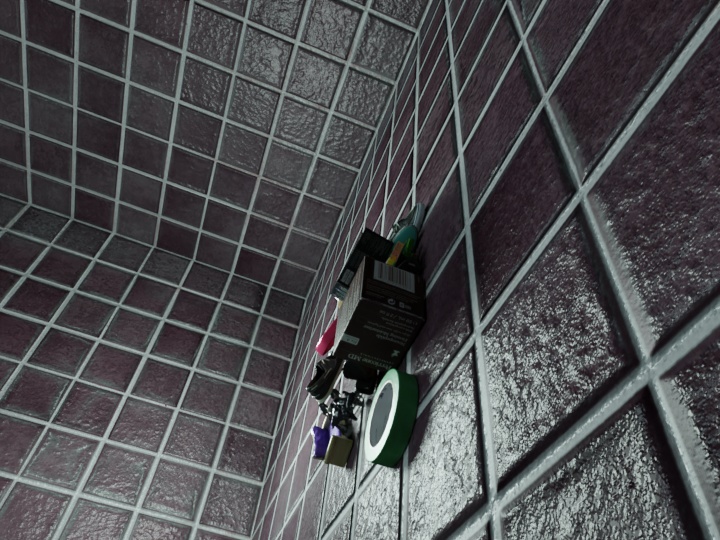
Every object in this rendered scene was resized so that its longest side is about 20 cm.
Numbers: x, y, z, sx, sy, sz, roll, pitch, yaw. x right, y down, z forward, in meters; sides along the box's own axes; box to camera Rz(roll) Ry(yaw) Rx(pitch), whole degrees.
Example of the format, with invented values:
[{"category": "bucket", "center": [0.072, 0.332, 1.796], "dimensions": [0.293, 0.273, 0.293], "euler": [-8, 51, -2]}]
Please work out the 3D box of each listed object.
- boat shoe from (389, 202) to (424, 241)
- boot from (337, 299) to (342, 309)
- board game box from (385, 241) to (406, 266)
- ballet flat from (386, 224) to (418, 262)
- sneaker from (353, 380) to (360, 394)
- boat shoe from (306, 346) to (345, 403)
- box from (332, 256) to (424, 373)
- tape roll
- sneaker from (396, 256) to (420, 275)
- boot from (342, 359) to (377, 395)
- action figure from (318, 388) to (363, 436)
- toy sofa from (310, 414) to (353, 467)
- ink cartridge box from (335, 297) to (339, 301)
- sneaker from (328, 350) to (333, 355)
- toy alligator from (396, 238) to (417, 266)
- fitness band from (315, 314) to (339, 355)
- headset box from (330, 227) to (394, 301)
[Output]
[{"category": "boat shoe", "center": [0.123, -0.112, 1.624], "dimensions": [0.072, 0.070, 0.202], "euler": [-86, 18, -59]}, {"category": "boot", "center": [-0.009, 0.085, 1.830], "dimensions": [0.145, 0.070, 0.202], "euler": [-59, -20, -28]}, {"category": "board game box", "center": [0.066, 0.012, 1.473], "dimensions": [0.201, 0.030, 0.096], "euler": [-62, -2, 33]}, {"category": "ballet flat", "center": [0.110, -0.041, 1.593], "dimensions": [0.072, 0.071, 0.203], "euler": [-102, 34, -73]}, {"category": "sneaker", "center": [-0.013, 0.254, 1.605], "dimensions": [0.074, 0.080, 0.204], "euler": [155, 117, -86]}, {"category": "boat shoe", "center": [-0.094, 0.280, 1.611], "dimensions": [0.072, 0.067, 0.201], "euler": [-36, 20, 47]}, {"category": "box", "center": [0.045, 0.109, 1.363], "dimensions": [0.165, 0.164, 0.202], "euler": [-85, 16, -53]}, {"category": "tape roll", "center": [0.064, 0.317, 1.209], "dimensions": [0.200, 0.048, 0.203], "euler": [-160, 89, -80]}, {"category": "sneaker", "center": [0.095, 0.040, 1.470], "dimensions": [0.080, 0.073, 0.202], "euler": [-92, 21, -52]}, {"category": "boot", "center": [0.021, 0.202, 1.480], "dimensions": [0.189, 0.068, 0.202], "euler": [55, -138, -49]}, {"category": "action figure", "center": [-0.044, 0.385, 1.543], "dimensions": [0.120, 0.101, 0.200], "euler": [-59, 19, -11]}, {"category": "toy sofa", "center": [-0.085, 0.478, 1.621], "dimensions": [0.200, 0.096, 0.084], "euler": [-124, 54, -80]}, {"category": "ink cartridge box", "center": [0.000, 0.024, 1.930], "dimensions": [0.116, 0.067, 0.202], "euler": [-21, -35, -48]}, {"category": "sneaker", "center": [-0.041, 0.274, 1.734], "dimensions": [0.200, 0.075, 0.078], "euler": [-18, 94, 66]}, {"category": "toy alligator", "center": [0.106, 0.008, 1.529], "dimensions": [0.054, 0.059, 0.202], "euler": [-90, 21, -63]}, {"category": "fitness band", "center": [-0.069, 0.173, 1.608], "dimensions": [0.144, 0.037, 0.201], "euler": [-44, -10, -30]}, {"category": "headset box", "center": [0.000, 0.000, 1.558], "dimensions": [0.176, 0.092, 0.200], "euler": [-62, 2, -15]}]
